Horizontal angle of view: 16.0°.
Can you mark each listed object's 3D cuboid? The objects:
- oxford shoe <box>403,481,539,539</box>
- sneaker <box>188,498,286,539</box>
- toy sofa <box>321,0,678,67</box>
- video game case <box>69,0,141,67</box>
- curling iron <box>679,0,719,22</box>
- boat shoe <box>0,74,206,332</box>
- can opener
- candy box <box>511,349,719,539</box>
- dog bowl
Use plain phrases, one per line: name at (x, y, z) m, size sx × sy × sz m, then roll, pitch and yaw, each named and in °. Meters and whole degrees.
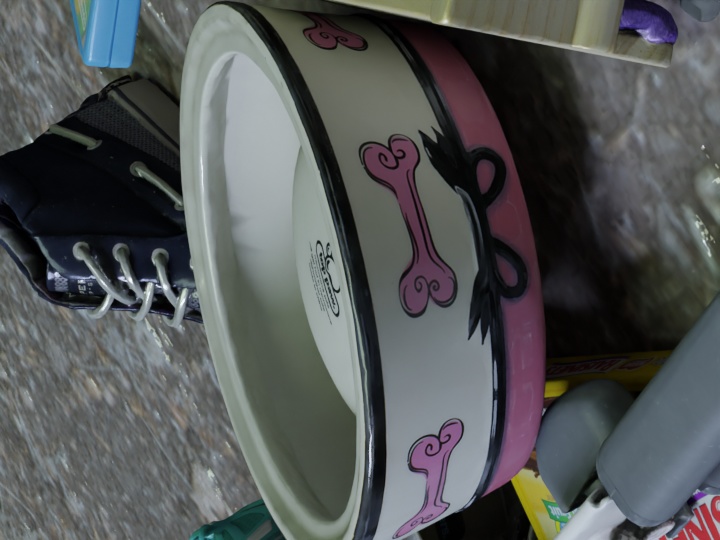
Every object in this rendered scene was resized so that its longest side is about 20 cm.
oxford shoe at (0.053, 0.138, 0.994) m, size 0.058 × 0.075 × 0.200 m, roll 11°, pitch 121°, yaw 60°
sneaker at (-0.030, 0.106, 1.014) m, size 0.200 × 0.080 × 0.078 m, roll -58°, pitch -41°, yaw -71°
toy sofa at (0.014, -0.121, 0.807) m, size 0.200 × 0.098 × 0.083 m, roll 19°, pitch 100°, yaw 53°
video game case at (-0.074, -0.184, 0.790) m, size 0.143 × 0.018 × 0.200 m, roll -107°, pitch 24°, yaw -52°
curling iron at (0.106, -0.139, 0.682) m, size 0.200 × 0.026 × 0.050 m, roll 89°, pitch 163°, yaw -52°
boat shoe at (-0.076, 0.003, 1.060) m, size 0.200 × 0.093 × 0.075 m, roll 40°, pitch 147°, yaw 35°
can opener at (0.093, 0.047, 0.802) m, size 0.067 × 0.053 × 0.200 m, roll 58°, pitch 152°, yaw 15°
candy box at (0.115, 0.076, 0.876) m, size 0.200 × 0.026 × 0.102 m, roll -9°, pitch 110°, yaw 62°
dog bowl at (0.000, 0.000, 0.895) m, size 0.200 × 0.074 × 0.200 m, roll 169°, pitch 90°, yaw -73°
